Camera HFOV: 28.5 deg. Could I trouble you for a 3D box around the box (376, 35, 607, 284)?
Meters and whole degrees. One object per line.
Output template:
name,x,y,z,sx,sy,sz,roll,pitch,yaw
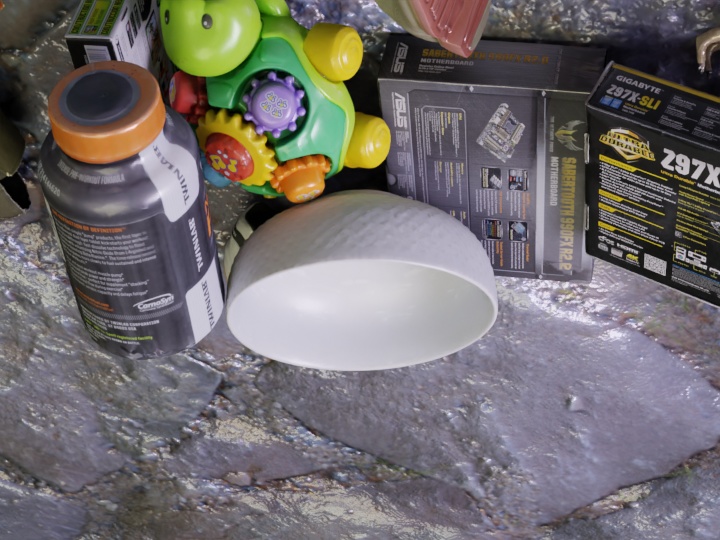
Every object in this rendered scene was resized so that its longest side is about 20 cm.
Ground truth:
box,0.098,-0.078,1.046,0.157,0.049,0.201,4,140,11

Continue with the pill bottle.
pill bottle,-0.153,-0.041,0.942,0.105,0.107,0.201,6,139,9

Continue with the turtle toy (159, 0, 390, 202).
turtle toy,-0.074,-0.124,0.971,0.145,0.101,0.201,12,139,32

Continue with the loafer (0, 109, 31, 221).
loafer,-0.296,-0.112,1.109,0.069,0.076,0.201,-1,143,-4

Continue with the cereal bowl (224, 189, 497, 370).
cereal bowl,0.000,0.000,1.043,0.198,0.084,0.201,-1,153,-1

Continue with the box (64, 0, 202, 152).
box,-0.156,-0.123,1.017,0.034,0.111,0.201,4,139,11

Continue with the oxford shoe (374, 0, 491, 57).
oxford shoe,0.029,-0.181,0.874,0.073,0.071,0.200,20,175,15

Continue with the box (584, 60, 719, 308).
box,0.246,-0.039,0.944,0.199,0.049,0.160,23,148,25

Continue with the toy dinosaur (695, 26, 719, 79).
toy dinosaur,0.272,-0.143,0.922,0.100,0.058,0.202,-4,112,19

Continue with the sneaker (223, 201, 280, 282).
sneaker,-0.014,0.003,1.151,0.198,0.076,0.088,14,141,-2

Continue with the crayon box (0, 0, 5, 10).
crayon box,-0.345,-0.188,0.995,0.199,0.051,0.128,-29,90,38
